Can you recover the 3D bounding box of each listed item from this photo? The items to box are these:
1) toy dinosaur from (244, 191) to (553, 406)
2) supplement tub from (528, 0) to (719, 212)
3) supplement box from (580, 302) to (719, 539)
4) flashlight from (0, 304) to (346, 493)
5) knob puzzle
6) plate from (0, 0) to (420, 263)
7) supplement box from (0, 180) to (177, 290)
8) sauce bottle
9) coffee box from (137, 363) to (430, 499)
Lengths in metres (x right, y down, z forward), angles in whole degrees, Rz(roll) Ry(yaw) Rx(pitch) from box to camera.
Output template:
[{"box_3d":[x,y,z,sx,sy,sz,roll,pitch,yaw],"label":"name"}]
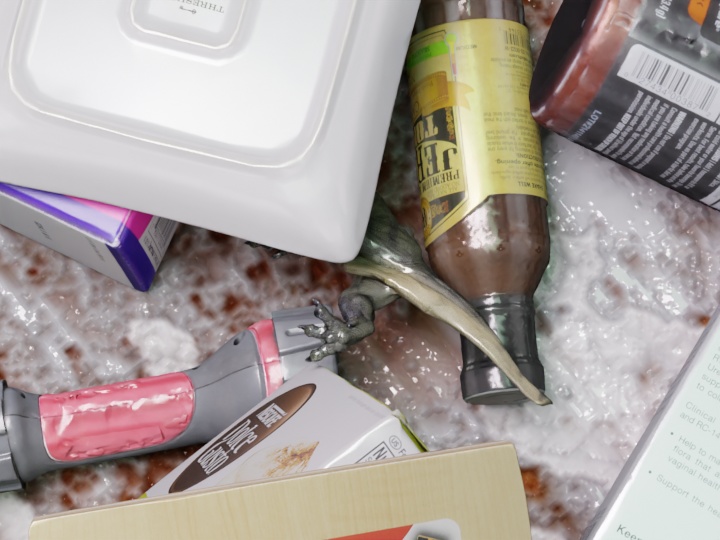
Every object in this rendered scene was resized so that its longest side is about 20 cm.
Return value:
[{"box_3d":[0.000,0.000,0.924,0.088,0.048,0.200,-10,43,-38],"label":"toy dinosaur"},{"box_3d":[0.187,-0.078,0.944,0.199,0.107,0.108,24,79,-7],"label":"supplement tub"},{"box_3d":[0.177,0.095,0.917,0.103,0.101,0.201,29,81,8],"label":"supplement box"},{"box_3d":[-0.105,0.065,0.950,0.198,0.068,0.068,-9,111,-5],"label":"flashlight"},{"box_3d":[-0.018,0.171,0.712,0.217,0.030,0.222,-1,93,-11],"label":"knob puzzle"},{"box_3d":[-0.074,-0.122,0.894,0.198,0.032,0.202,14,78,5],"label":"plate"},{"box_3d":[-0.110,-0.109,0.967,0.103,0.101,0.201,25,79,7],"label":"supplement box"},{"box_3d":[0.060,-0.037,0.970,0.064,0.065,0.202,-6,76,1],"label":"sauce bottle"},{"box_3d":[-0.022,0.181,0.829,0.197,0.200,0.201,-37,99,-6],"label":"coffee box"}]
